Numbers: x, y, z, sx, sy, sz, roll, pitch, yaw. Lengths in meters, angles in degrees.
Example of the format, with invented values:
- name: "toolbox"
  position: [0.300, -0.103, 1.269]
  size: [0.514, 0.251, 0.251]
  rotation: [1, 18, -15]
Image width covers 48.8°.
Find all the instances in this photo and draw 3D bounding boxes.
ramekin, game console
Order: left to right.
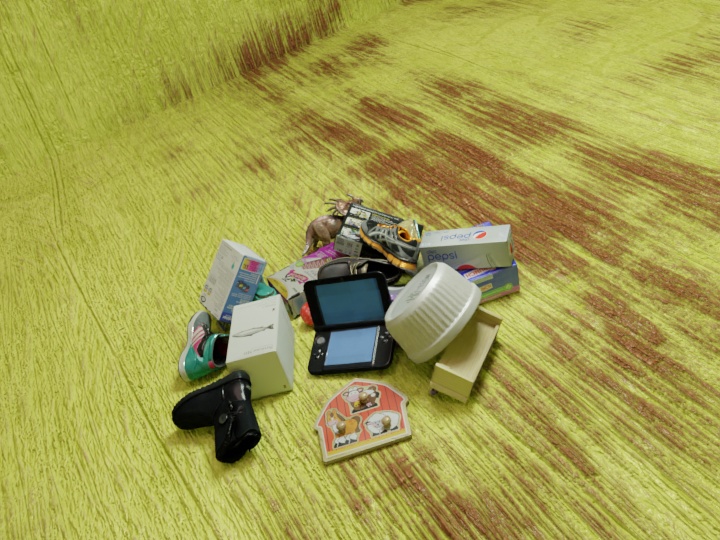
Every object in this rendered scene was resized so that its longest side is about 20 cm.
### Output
- name: "game console"
  position: [-0.031, 0.114, 1.678]
  size: [0.197, 0.119, 0.173]
  rotation: [-8, 49, 24]
- name: "ramekin"
  position: [0.137, 0.077, 1.595]
  size: [0.200, 0.105, 0.200]
  rotation: [-47, 8, 8]

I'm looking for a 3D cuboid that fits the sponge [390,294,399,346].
- name: "sponge"
  position: [0.035, 0.104, 1.747]
  size: [0.197, 0.030, 0.113]
  rotation: [4, 63, 30]

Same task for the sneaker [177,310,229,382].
- name: "sneaker"
  position: [-0.343, 0.161, 1.832]
  size: [0.119, 0.084, 0.202]
  rotation: [-14, 41, 16]

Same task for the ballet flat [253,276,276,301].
- name: "ballet flat"
  position: [-0.258, 0.054, 1.961]
  size: [0.066, 0.071, 0.200]
  rotation: [-19, 29, -21]

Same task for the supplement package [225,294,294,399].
- name: "supplement package"
  position: [-0.215, 0.167, 1.734]
  size: [0.115, 0.119, 0.201]
  rotation: [-14, 34, 5]

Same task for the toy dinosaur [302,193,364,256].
- name: "toy dinosaur"
  position: [-0.082, -0.118, 2.064]
  size: [0.198, 0.137, 0.086]
  rotation: [-26, 34, -11]

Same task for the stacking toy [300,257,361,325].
- name: "stacking toy"
  position: [-0.056, 0.056, 1.856]
  size: [0.199, 0.086, 0.085]
  rotation: [-35, 36, -17]

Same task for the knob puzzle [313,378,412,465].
- name: "knob puzzle"
  position: [-0.001, 0.274, 1.556]
  size: [0.216, 0.031, 0.221]
  rotation: [-13, 33, 9]

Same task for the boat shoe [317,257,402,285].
- name: "boat shoe"
  position: [0.000, 0.000, 1.800]
  size: [0.196, 0.076, 0.073]
  rotation: [-6, -8, -8]

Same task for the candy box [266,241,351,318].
- name: "candy box"
  position: [-0.115, 0.020, 1.949]
  size: [0.198, 0.062, 0.136]
  rotation: [-30, 35, -16]

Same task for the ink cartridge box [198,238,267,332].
- name: "ink cartridge box"
  position: [-0.315, 0.043, 1.914]
  size: [0.136, 0.076, 0.203]
  rotation: [32, 100, 53]

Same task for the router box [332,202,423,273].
- name: "router box"
  position: [0.047, -0.081, 1.951]
  size: [0.197, 0.052, 0.150]
  rotation: [19, 41, 4]

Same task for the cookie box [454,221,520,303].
- name: "cookie box"
  position: [0.250, -0.010, 1.801]
  size: [0.169, 0.076, 0.201]
  rotation: [-18, 33, 0]

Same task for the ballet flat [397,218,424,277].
- name: "ballet flat"
  position: [0.124, -0.031, 1.846]
  size: [0.070, 0.071, 0.202]
  rotation: [-17, 59, 1]

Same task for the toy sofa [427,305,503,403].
- name: "toy sofa"
  position: [0.208, 0.169, 1.575]
  size: [0.082, 0.099, 0.201]
  rotation: [23, 46, 13]

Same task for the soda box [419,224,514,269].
- name: "soda box"
  position: [0.233, -0.048, 1.732]
  size: [0.197, 0.069, 0.064]
  rotation: [-3, 36, 22]

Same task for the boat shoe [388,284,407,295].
- name: "boat shoe"
  position: [0.085, 0.065, 1.795]
  size: [0.197, 0.070, 0.056]
  rotation: [-7, -1, 29]

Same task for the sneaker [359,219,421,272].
- name: "sneaker"
  position: [0.073, -0.072, 1.821]
  size: [0.078, 0.078, 0.199]
  rotation: [10, 21, -46]

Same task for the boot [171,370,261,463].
- name: "boot"
  position: [-0.293, 0.313, 1.594]
  size: [0.198, 0.077, 0.169]
  rotation: [-30, 42, 11]
